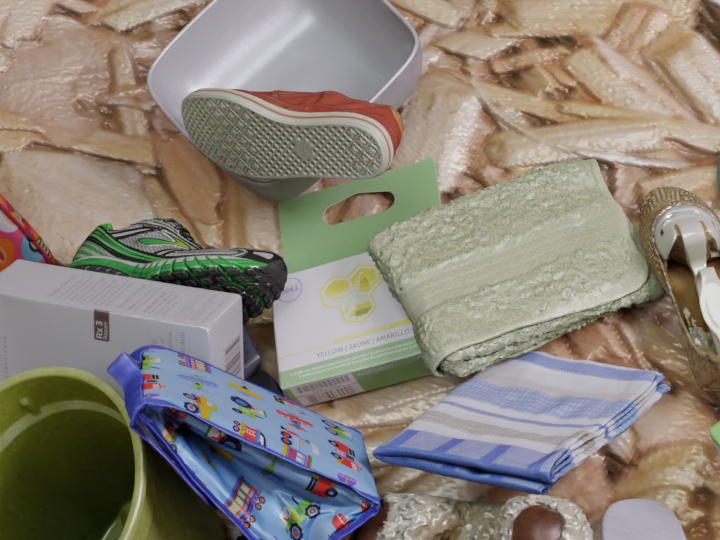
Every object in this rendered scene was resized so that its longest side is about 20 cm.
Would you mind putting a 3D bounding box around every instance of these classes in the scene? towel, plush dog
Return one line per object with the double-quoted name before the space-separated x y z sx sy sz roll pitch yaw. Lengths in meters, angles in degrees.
"towel" 0.118 -0.006 1.797 0.200 0.037 0.149 -21 58 -12
"towel" 0.119 0.105 1.695 0.147 0.024 0.200 8 23 31
"plush dog" 0.099 0.249 1.645 0.200 0.160 0.172 -3 77 36

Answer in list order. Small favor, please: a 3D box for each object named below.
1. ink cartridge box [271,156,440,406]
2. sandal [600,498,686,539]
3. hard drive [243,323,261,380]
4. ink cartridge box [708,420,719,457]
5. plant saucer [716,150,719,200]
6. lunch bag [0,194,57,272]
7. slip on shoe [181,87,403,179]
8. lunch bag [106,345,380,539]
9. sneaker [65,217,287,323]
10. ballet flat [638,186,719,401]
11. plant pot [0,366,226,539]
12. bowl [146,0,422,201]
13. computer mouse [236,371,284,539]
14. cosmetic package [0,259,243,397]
"ink cartridge box" 0.000 0.000 1.867 0.145 0.048 0.200 -15 59 13
"sandal" 0.208 0.247 1.638 0.079 0.059 0.207 -1 38 2
"hard drive" -0.184 0.081 1.891 0.200 0.042 0.135 -29 55 1
"ink cartridge box" 0.369 0.118 1.631 0.200 0.084 0.146 -37 55 -3
"plant saucer" 0.368 -0.091 1.783 0.200 0.039 0.201 -10 58 16
"lunch bag" -0.336 -0.059 1.937 0.082 0.200 0.176 -35 52 -4
"slip on shoe" -0.054 -0.113 1.862 0.200 0.074 0.061 7 31 29
"lunch bag" -0.094 0.120 1.676 0.094 0.200 0.151 -51 13 8
"sneaker" -0.147 -0.009 1.857 0.200 0.078 0.085 3 56 27
"ballet flat" 0.258 0.003 1.751 0.070 0.065 0.200 -17 56 -3
"plant pot" -0.198 0.197 1.731 0.200 0.184 0.201 -13 61 24
"bowl" -0.058 -0.158 1.966 0.200 0.075 0.200 -42 56 -7
"computer mouse" -0.078 0.170 1.793 0.034 0.059 0.200 5 63 -1
"cosmetic package" -0.192 0.061 1.807 0.199 0.102 0.074 7 23 18
